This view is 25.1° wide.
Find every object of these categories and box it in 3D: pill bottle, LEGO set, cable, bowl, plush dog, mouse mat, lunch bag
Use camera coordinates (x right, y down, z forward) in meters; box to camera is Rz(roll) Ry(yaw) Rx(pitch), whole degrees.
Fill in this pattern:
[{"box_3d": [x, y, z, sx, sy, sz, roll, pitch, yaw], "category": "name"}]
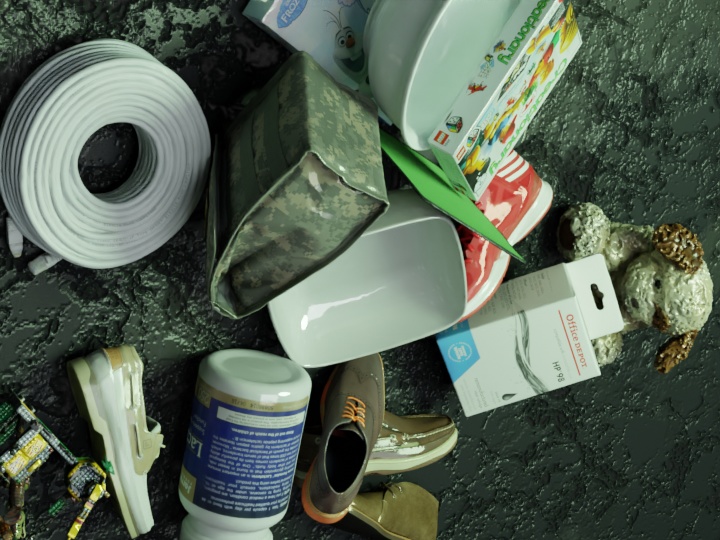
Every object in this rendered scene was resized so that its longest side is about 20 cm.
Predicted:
[{"box_3d": [-0.120, 0.190, 1.621, 0.115, 0.115, 0.202, 0, 108, -36], "category": "pill bottle"}, {"box_3d": [-0.322, 0.209, 1.459, 0.199, 0.116, 0.155, -35, 101, -12], "category": "LEGO set"}, {"box_3d": [-0.230, -0.102, 1.451, 0.198, 0.069, 0.202, -22, 120, -27], "category": "cable"}, {"box_3d": [0.065, -0.223, 1.523, 0.201, 0.090, 0.202, -46, 155, -29], "category": "bowl"}, {"box_3d": [0.330, 0.015, 1.836, 0.159, 0.171, 0.202, -22, 119, -27], "category": "plush dog"}, {"box_3d": [0.072, -0.085, 1.595, 0.160, 0.200, 0.008, 30, 104, -39], "category": "mouse mat"}, {"box_3d": [0.000, 0.000, 1.607, 0.198, 0.075, 0.201, -18, 143, -3], "category": "bowl"}, {"box_3d": [-0.078, -0.070, 1.472, 0.117, 0.165, 0.200, 32, 121, -26], "category": "lunch bag"}]

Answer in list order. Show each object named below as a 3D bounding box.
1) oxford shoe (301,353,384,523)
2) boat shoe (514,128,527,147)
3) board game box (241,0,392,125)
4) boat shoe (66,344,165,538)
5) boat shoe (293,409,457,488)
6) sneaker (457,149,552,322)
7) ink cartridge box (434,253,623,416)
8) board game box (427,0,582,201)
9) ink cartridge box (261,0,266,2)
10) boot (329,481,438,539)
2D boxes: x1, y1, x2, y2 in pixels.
[{"box_3d": [-0.006, 0.159, 1.669, 0.070, 0.073, 0.202, 17, 59, -9], "category": "oxford shoe"}, {"box_3d": [0.167, -0.225, 1.690, 0.062, 0.071, 0.202, -11, 111, -35], "category": "boat shoe"}, {"box_3d": [0.012, -0.277, 1.569, 0.199, 0.043, 0.201, 35, 87, -42], "category": "board game box"}, {"box_3d": [-0.224, 0.167, 1.564, 0.068, 0.075, 0.202, -22, 119, -20], "category": "boat shoe"}, {"box_3d": [0.019, 0.178, 1.746, 0.201, 0.074, 0.076, -14, 110, -31], "category": "boat shoe"}, {"box_3d": [0.114, -0.049, 1.731, 0.116, 0.078, 0.201, 46, 68, -30], "category": "sneaker"}, {"box_3d": [0.188, 0.070, 1.767, 0.198, 0.067, 0.117, -18, 123, 8], "category": "ink cartridge box"}, {"box_3d": [0.145, -0.177, 1.588, 0.201, 0.034, 0.126, -56, 158, -6], "category": "board game box"}, {"box_3d": [-0.116, -0.361, 1.417, 0.145, 0.084, 0.202, 18, 98, -39], "category": "ink cartridge box"}, {"box_3d": [0.017, 0.261, 1.793, 0.199, 0.073, 0.076, 33, 70, -44], "category": "boot"}]
